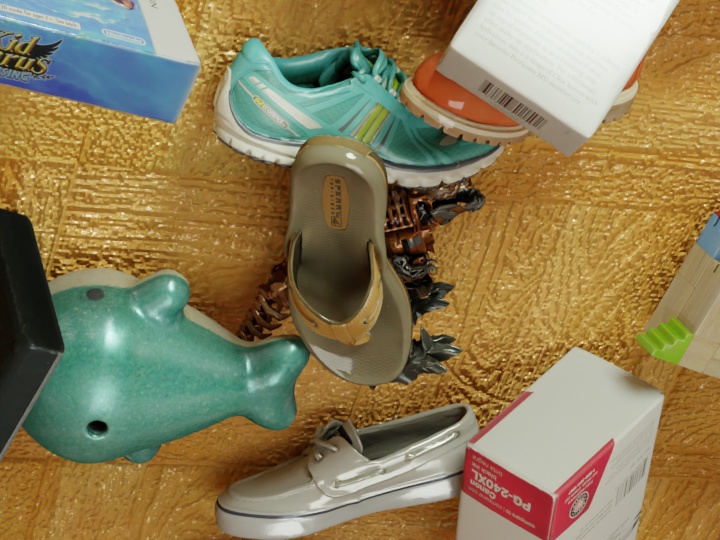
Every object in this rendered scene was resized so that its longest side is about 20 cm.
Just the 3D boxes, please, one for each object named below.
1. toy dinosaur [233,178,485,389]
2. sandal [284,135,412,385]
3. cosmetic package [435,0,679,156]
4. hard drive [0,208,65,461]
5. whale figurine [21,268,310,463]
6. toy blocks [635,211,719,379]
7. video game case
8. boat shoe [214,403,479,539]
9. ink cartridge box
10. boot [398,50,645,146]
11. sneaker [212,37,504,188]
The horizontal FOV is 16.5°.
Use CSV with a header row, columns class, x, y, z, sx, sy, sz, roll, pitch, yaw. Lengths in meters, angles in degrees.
class,x,y,z,sx,sy,sz,roll,pitch,yaw
toy dinosaur,0.000,0.000,1.658,0.199,0.102,0.136,-20,124,36
sandal,-0.012,0.004,1.566,0.080,0.054,0.201,3,133,9
cosmetic package,0.141,-0.180,1.472,0.101,0.071,0.200,34,82,-1
hard drive,-0.254,0.078,1.576,0.033,0.140,0.200,16,121,-29
whale figurine,-0.134,0.075,1.625,0.199,0.104,0.160,9,126,-9
toy blocks,0.302,0.017,1.776,0.199,0.100,0.137,18,108,-32
video game case,-0.202,-0.168,1.363,0.199,0.182,0.046,12,122,-28
boat shoe,-0.009,0.139,1.768,0.199,0.072,0.066,-10,114,-3
ink cartridge box,0.138,0.181,1.803,0.145,0.083,0.201,-38,145,-41
boot,0.108,-0.142,1.549,0.200,0.075,0.108,-17,138,-42
sneaker,0.006,-0.102,1.571,0.199,0.078,0.080,5,117,-24
